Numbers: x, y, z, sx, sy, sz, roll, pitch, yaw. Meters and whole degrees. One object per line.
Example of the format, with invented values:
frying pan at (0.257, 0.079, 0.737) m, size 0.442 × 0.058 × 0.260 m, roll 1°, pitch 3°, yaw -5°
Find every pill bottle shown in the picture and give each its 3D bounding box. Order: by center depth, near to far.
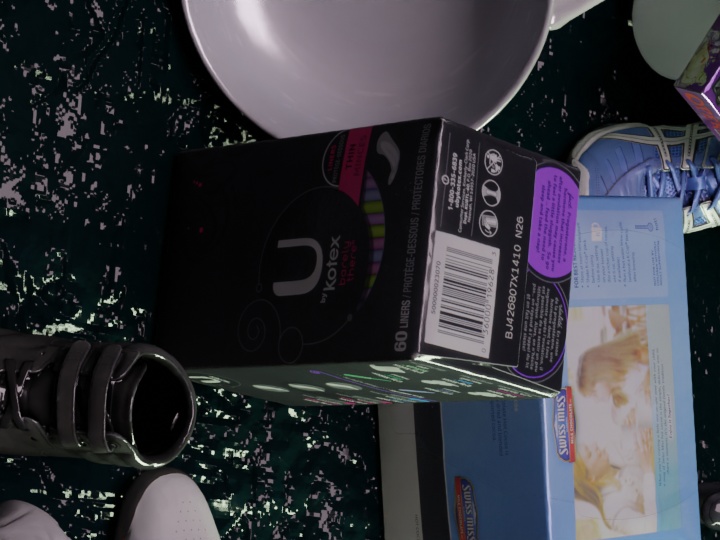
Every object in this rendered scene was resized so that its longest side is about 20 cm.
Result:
pill bottle at (0.268, -0.159, 1.606) m, size 0.200 × 0.112 × 0.112 m, roll -3°, pitch 88°, yaw -44°

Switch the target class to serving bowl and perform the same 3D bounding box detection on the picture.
serving bowl at (0.008, -0.159, 1.327) m, size 0.066 × 0.200 × 0.200 m, roll -44°, pitch 121°, yaw -74°

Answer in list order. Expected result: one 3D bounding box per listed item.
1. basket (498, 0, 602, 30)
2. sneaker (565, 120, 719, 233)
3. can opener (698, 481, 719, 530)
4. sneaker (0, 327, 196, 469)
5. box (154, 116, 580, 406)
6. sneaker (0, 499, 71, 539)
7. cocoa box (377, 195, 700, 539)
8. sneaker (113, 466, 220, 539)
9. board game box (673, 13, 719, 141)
basket at (0.098, -0.213, 1.434) m, size 0.200 × 0.135 × 0.124 m, roll -32°, pitch 106°, yaw -42°
sneaker at (0.201, -0.061, 1.558) m, size 0.200 × 0.077 × 0.076 m, roll -19°, pitch 101°, yaw -42°
can opener at (0.282, 0.156, 1.625) m, size 0.200 × 0.063 × 0.079 m, roll 10°, pitch 80°, yaw -43°
sneaker at (-0.163, 0.055, 1.184) m, size 0.200 × 0.099 × 0.071 m, roll 9°, pitch 82°, yaw -42°
box at (0.000, 0.000, 1.274) m, size 0.106 × 0.200 × 0.122 m, roll 17°, pitch 75°, yaw -41°
sneaker at (-0.160, 0.217, 1.200) m, size 0.099 × 0.078 × 0.200 m, roll -29°, pitch 97°, yaw -35°
cocoa box at (0.097, 0.060, 1.409) m, size 0.133 × 0.131 × 0.200 m, roll -1°, pitch 87°, yaw -44°
sneaker at (-0.066, 0.198, 1.257) m, size 0.067 × 0.108 × 0.202 m, roll 3°, pitch 84°, yaw -43°
board game box at (0.276, -0.100, 1.538) m, size 0.120 × 0.032 × 0.200 m, roll -54°, pitch 131°, yaw -8°
